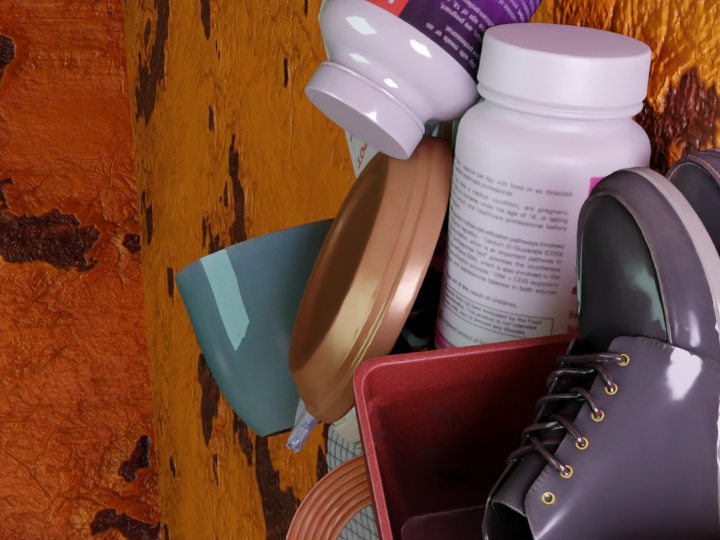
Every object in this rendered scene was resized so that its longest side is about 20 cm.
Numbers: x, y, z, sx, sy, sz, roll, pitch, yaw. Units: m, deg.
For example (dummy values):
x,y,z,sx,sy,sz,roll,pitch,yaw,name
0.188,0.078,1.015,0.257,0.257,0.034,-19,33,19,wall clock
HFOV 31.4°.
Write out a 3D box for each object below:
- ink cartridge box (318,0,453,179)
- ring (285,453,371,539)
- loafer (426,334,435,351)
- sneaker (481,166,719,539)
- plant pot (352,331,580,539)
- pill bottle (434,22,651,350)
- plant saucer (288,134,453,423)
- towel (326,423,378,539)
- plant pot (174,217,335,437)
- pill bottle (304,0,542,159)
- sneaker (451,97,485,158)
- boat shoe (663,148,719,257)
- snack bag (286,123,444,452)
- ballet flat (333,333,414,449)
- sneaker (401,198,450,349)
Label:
x,y,z,sx,sy,sz,roll,pitch,yaw,name
0.035,-0.179,1.015,0.145,0.084,0.201,111,151,-53,ink cartridge box
0.042,0.217,0.898,0.019,0.199,0.202,-41,-47,-75,ring
0.081,0.080,0.932,0.200,0.071,0.063,-179,91,-75,loafer
0.103,0.056,0.558,0.075,0.106,0.201,162,101,-66,sneaker
0.101,0.163,0.694,0.177,0.199,0.201,100,161,-61,plant pot
0.108,-0.037,0.753,0.113,0.113,0.201,-128,39,-62,pill bottle
0.000,0.000,0.839,0.201,0.037,0.200,-61,13,24,plant saucer
0.051,0.212,0.994,0.165,0.085,0.201,15,117,64,towel
-0.051,0.058,1.158,0.201,0.199,0.162,144,111,-69,plant pot
0.051,-0.173,0.786,0.201,0.112,0.112,-57,18,-6,pill bottle
0.098,-0.056,0.876,0.090,0.067,0.202,-139,49,-76,sneaker
0.178,0.024,0.602,0.075,0.073,0.201,111,151,-51,boat shoe
0.004,0.014,0.946,0.189,0.021,0.201,125,165,-47,snack bag
0.011,0.091,0.926,0.068,0.075,0.200,54,-178,-9,ballet flat
0.043,0.014,0.989,0.070,0.082,0.200,34,145,11,sneaker
